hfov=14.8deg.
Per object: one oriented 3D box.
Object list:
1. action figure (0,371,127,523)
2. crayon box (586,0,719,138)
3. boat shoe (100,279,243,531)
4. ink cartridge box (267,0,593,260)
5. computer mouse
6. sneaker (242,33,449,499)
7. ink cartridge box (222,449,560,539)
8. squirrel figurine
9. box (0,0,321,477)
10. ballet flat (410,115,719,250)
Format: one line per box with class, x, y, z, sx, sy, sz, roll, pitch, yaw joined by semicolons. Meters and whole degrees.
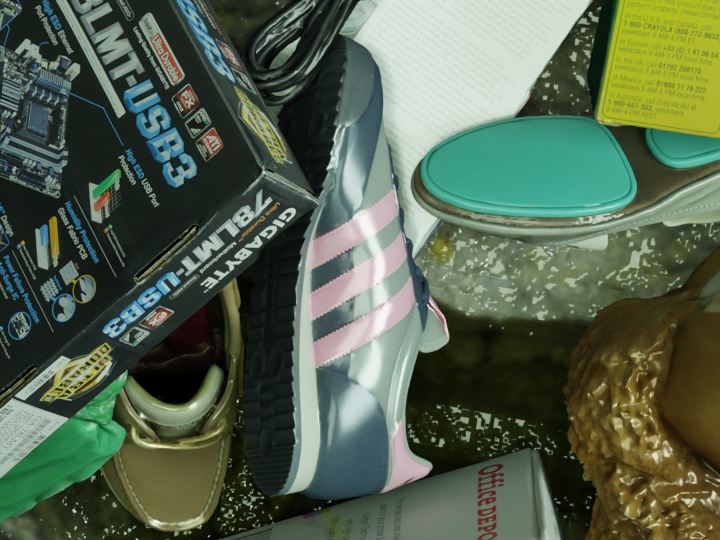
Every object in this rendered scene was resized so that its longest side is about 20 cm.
action figure;-0.169;0.077;1.226;0.200;0.055;0.118;-26;132;38
crayon box;0.173;-0.151;1.138;0.126;0.051;0.201;9;116;-3
boat shoe;-0.088;0.044;1.221;0.074;0.066;0.201;-10;127;-9
ink cartridge box;0.015;-0.084;1.250;0.109;0.050;0.200;36;96;1
computer mouse;-0.077;-0.141;1.221;0.199;0.046;0.141;24;68;22
sneaker;0.000;0.000;1.211;0.082;0.070;0.201;6;91;-25
ink cartridge box;-0.003;0.161;1.213;0.199;0.145;0.085;-18;103;7
squirrel figurine;0.191;0.085;1.209;0.199;0.142;0.187;-22;115;16
box;-0.139;-0.045;1.159;0.198;0.050;0.200;-39;59;15
ballet flat;0.120;-0.037;1.221;0.199;0.064;0.068;-13;51;-9
